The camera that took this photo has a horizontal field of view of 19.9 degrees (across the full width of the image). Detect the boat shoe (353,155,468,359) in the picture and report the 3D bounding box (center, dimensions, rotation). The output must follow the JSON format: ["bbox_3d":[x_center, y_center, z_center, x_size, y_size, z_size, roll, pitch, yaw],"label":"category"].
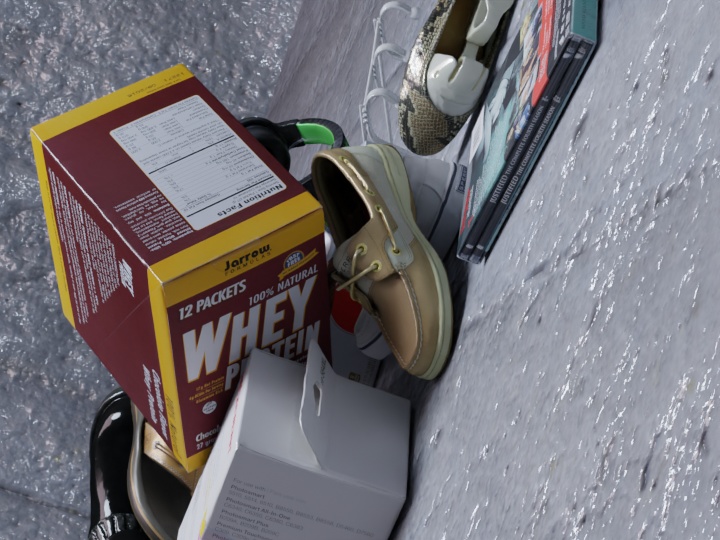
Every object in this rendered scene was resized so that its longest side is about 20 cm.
[{"bbox_3d":[0.024,-0.011,1.569,0.200,0.065,0.072,118,168,-47],"label":"boat shoe"}]

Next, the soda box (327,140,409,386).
[{"bbox_3d":[0.000,0.000,1.699,0.064,0.068,0.201,148,140,-76],"label":"soda box"}]

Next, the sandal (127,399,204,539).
[{"bbox_3d":[-0.149,0.155,1.714,0.054,0.081,0.201,-34,44,34],"label":"sandal"}]

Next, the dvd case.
[{"bbox_3d":[0.113,-0.122,1.380,0.146,0.022,0.201,-81,13,-50],"label":"dvd case"}]

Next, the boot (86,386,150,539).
[{"bbox_3d":[-0.200,0.220,1.771,0.158,0.079,0.213,-108,22,-75],"label":"boot"}]

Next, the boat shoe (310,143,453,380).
[{"bbox_3d":[0.010,-0.007,1.455,0.074,0.066,0.201,-62,36,41],"label":"boat shoe"}]

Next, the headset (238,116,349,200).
[{"bbox_3d":[-0.098,-0.072,1.828,0.124,0.199,0.094,-73,-33,-51],"label":"headset"}]

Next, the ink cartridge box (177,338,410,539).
[{"bbox_3d":[-0.047,0.163,1.443,0.129,0.124,0.201,-86,17,-60],"label":"ink cartridge box"}]

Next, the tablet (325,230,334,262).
[{"bbox_3d":[-0.102,-0.014,1.726,0.200,0.014,0.131,39,113,42],"label":"tablet"}]

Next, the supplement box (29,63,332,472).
[{"bbox_3d":[-0.130,-0.003,1.519,0.200,0.132,0.198,46,151,38],"label":"supplement box"}]

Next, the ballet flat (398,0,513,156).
[{"bbox_3d":[0.084,-0.185,1.597,0.075,0.068,0.201,16,85,66],"label":"ballet flat"}]

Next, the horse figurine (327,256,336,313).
[{"bbox_3d":[-0.090,0.033,1.661,0.199,0.050,0.134,-7,85,41],"label":"horse figurine"}]

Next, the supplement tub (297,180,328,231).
[{"bbox_3d":[-0.076,0.018,1.843,0.200,0.122,0.123,-76,9,-54],"label":"supplement tub"}]

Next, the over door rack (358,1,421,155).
[{"bbox_3d":[0.029,-0.116,1.826,0.148,0.066,0.201,-80,-2,-49],"label":"over door rack"}]
